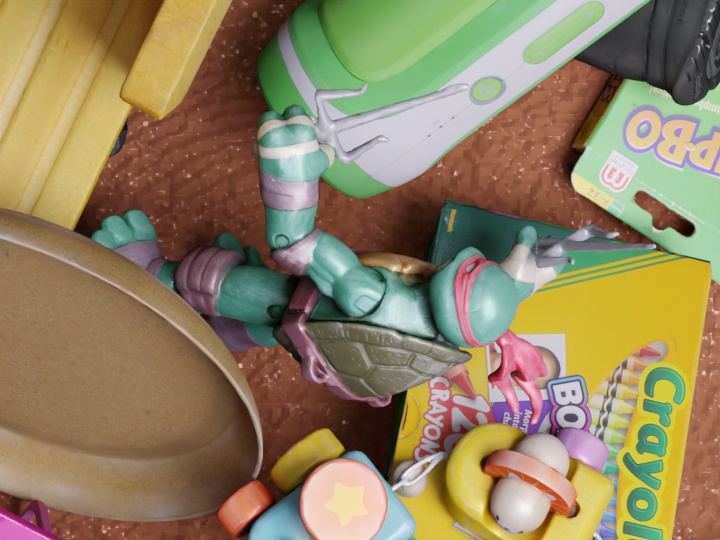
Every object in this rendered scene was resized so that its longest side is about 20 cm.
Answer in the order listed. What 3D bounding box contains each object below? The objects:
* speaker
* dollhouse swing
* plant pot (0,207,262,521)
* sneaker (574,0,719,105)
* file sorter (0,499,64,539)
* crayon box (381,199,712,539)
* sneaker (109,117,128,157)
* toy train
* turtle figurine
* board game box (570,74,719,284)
[{"bbox_3d":[0.056,-0.115,0.896,0.200,0.089,0.089,-36,104,18],"label":"speaker"},{"bbox_3d":[-0.165,-0.082,0.783,0.199,0.182,0.176,28,97,-4],"label":"dollhouse swing"},{"bbox_3d":[-0.129,0.033,0.864,0.200,0.200,0.028,30,57,-15],"label":"plant pot"},{"bbox_3d":[0.134,-0.175,0.953,0.090,0.076,0.201,16,82,20],"label":"sneaker"},{"bbox_3d":[-0.195,0.134,0.876,0.200,0.125,0.139,29,89,-14],"label":"file sorter"},{"bbox_3d":[0.069,0.082,0.922,0.118,0.058,0.201,13,67,-1],"label":"crayon box"},{"bbox_3d":[-0.164,-0.124,0.897,0.088,0.077,0.200,-32,97,4],"label":"sneaker"},{"bbox_3d":[0.042,0.125,0.840,0.199,0.056,0.151,3,68,-5],"label":"toy train"},{"bbox_3d":[0.000,0.000,0.849,0.150,0.199,0.101,38,58,-42],"label":"turtle figurine"},{"bbox_3d":[0.176,-0.100,0.999,0.095,0.030,0.200,32,84,-13],"label":"board game box"}]
